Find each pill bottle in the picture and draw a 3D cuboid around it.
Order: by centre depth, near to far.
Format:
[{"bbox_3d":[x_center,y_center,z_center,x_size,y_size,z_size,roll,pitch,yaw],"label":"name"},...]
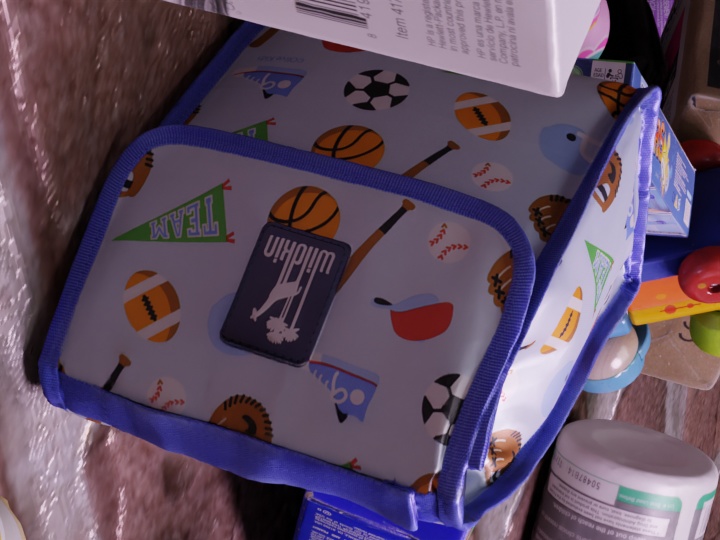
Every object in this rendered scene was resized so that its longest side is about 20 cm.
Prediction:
[{"bbox_3d":[0.165,0.212,1.739,0.113,0.113,0.201,-23,128,-68],"label":"pill bottle"}]

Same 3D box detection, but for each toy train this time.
[{"bbox_3d":[0.181,-0.001,1.281,0.116,0.199,0.085,66,17,-49],"label":"toy train"}]

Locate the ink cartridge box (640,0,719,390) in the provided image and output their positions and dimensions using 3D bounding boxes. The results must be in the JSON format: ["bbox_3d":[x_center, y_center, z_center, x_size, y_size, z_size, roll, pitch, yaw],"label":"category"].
[{"bbox_3d":[0.188,-0.065,1.383,0.165,0.075,0.201,-78,-178,-47],"label":"ink cartridge box"}]

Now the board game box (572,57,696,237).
[{"bbox_3d":[0.070,-0.056,1.150,0.200,0.134,0.035,38,58,-72],"label":"board game box"}]

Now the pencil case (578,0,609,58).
[{"bbox_3d":[0.054,-0.125,1.116,0.200,0.087,0.088,28,81,-75],"label":"pencil case"}]

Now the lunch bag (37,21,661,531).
[{"bbox_3d":[0.000,0.000,0.935,0.200,0.169,0.124,-54,152,-43],"label":"lunch bag"}]

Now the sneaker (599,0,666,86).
[{"bbox_3d":[0.109,-0.063,1.358,0.111,0.076,0.201,86,22,-62],"label":"sneaker"}]

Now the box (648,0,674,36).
[{"bbox_3d":[0.210,-0.235,1.570,0.137,0.039,0.201,76,36,-60],"label":"box"}]

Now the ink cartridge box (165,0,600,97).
[{"bbox_3d":[-0.032,-0.138,0.655,0.146,0.199,0.085,79,31,-57],"label":"ink cartridge box"}]

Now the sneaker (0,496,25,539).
[{"bbox_3d":[-0.165,0.154,0.763,0.090,0.075,0.201,17,84,-65],"label":"sneaker"}]

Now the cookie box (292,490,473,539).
[{"bbox_3d":[0.030,0.078,1.193,0.200,0.075,0.172,105,10,-66],"label":"cookie box"}]
